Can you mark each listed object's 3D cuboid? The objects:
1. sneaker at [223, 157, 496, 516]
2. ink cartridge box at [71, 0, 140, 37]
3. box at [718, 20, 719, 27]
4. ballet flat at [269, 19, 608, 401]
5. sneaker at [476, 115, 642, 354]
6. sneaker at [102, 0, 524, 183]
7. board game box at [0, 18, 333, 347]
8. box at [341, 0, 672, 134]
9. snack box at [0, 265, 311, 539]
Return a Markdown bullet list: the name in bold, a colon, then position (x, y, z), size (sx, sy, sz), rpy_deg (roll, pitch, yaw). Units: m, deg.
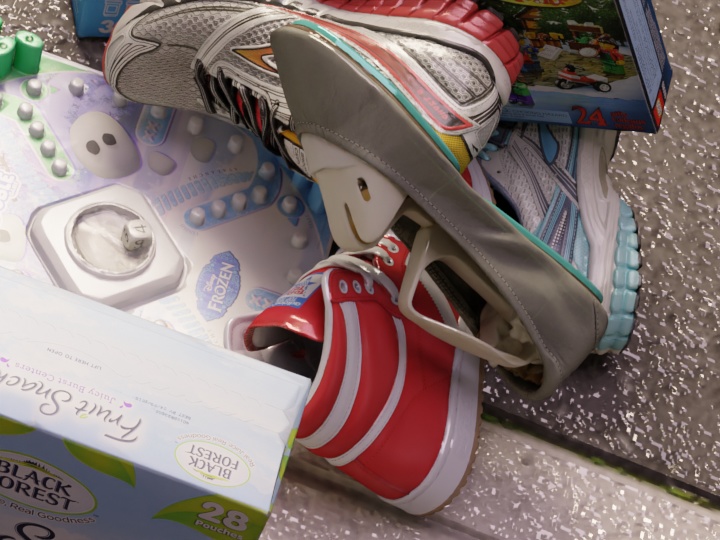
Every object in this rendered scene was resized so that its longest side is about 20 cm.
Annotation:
- **sneaker**: position (0.000, 0.000, 1.071), size (0.112, 0.071, 0.201), rpy_deg (29, 48, -35)
- **ink cartridge box**: position (-0.067, -0.198, 1.135), size (0.114, 0.201, 0.068), rpy_deg (0, 54, -18)
- **box**: position (0.320, -0.125, 1.315), size (0.199, 0.044, 0.161), rpy_deg (-26, 66, -32)
- **ballet flat**: position (0.025, -0.019, 1.009), size (0.200, 0.067, 0.064), rpy_deg (43, 73, -19)
- **sneaker**: position (0.080, -0.054, 1.162), size (0.086, 0.078, 0.201), rpy_deg (2, 54, -13)
- **sneaker**: position (-0.030, -0.085, 1.080), size (0.199, 0.078, 0.083), rpy_deg (5, 62, 24)
- **board game box**: position (-0.114, -0.014, 1.098), size (0.199, 0.026, 0.201), rpy_deg (19, 52, -5)
- **box**: position (0.034, -0.123, 1.105), size (0.198, 0.137, 0.038), rpy_deg (6, 63, 22)
- **snack box**: position (-0.126, 0.088, 0.906), size (0.167, 0.201, 0.068), rpy_deg (20, 51, -3)
